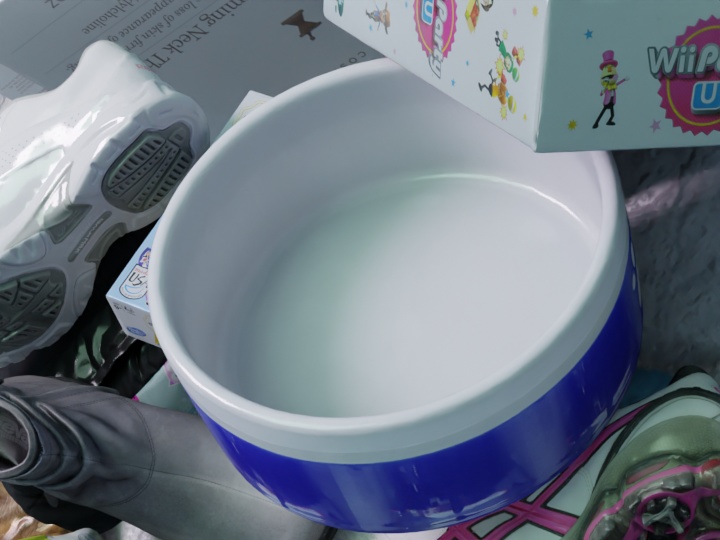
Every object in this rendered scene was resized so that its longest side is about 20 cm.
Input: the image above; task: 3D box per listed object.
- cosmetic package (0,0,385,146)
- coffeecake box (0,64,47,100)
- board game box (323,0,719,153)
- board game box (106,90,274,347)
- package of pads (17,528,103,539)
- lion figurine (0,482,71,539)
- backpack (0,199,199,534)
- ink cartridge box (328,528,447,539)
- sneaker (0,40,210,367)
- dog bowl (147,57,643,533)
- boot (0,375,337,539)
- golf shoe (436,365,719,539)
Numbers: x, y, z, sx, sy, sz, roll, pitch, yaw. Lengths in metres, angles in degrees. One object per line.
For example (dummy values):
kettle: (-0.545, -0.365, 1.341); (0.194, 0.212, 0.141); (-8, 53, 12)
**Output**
cosmetic package: (-0.089, -0.182, 1.129); (0.167, 0.200, 0.167); (-29, 48, 35)
coffeecake box: (-0.183, -0.174, 1.232); (0.073, 0.200, 0.154); (-33, 46, 31)
board game box: (0.090, -0.108, 0.842); (0.200, 0.147, 0.065); (-141, 52, -59)
board game box: (0.000, 0.000, 0.947); (0.199, 0.034, 0.135); (19, 61, 26)
package of pads: (-0.141, 0.238, 0.957); (0.154, 0.068, 0.200); (41, 119, 31)
lion figurine: (-0.170, 0.189, 1.106); (0.123, 0.072, 0.200); (-47, 49, 15)
backpack: (-0.109, 0.026, 1.085); (0.200, 0.126, 0.167); (-43, 54, 19)
ink cartridge box: (0.004, 0.113, 0.967); (0.200, 0.048, 0.146); (-47, 39, 0)
sneaker: (-0.167, -0.032, 1.027); (0.200, 0.078, 0.099); (-43, 51, 4)
dog bowl: (0.017, 0.007, 0.858); (0.199, 0.079, 0.201); (-10, 49, 11)
boot: (-0.117, 0.089, 0.929); (0.199, 0.132, 0.070); (10, 85, 26)
golf shoe: (0.081, 0.115, 0.866); (0.200, 0.073, 0.092); (-31, 32, 22)
